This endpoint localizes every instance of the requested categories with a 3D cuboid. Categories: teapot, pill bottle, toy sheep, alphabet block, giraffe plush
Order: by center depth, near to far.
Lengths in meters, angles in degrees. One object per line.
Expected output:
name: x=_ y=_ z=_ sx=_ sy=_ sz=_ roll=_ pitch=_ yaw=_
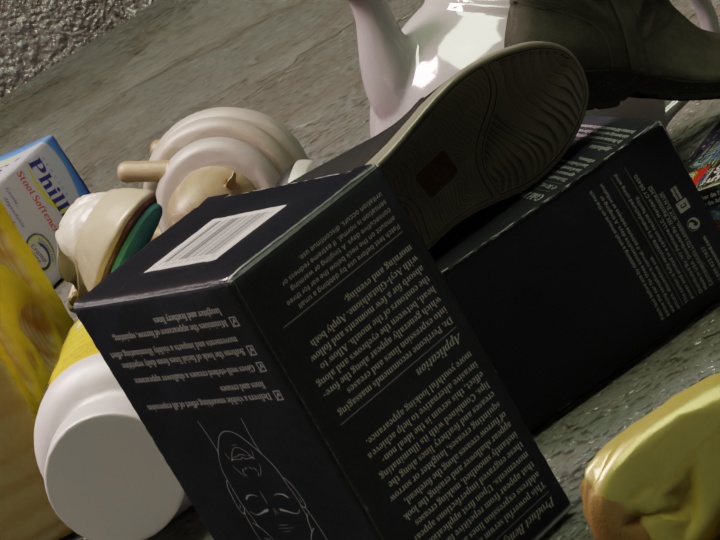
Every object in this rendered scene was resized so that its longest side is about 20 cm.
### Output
giraffe plush: x=0.171 y=0.082 z=1.104 sx=0.172 sy=0.201 sz=0.162 roll=3 pitch=-6 yaw=7
pill bottle: x=-0.136 y=0.088 z=1.757 sx=0.111 sy=0.112 sz=0.200 roll=-28 pitch=14 yaw=10
teapot: x=0.102 y=-0.128 z=1.816 sx=0.197 sy=0.147 sz=0.200 roll=7 pitch=10 yaw=22
alphabet block: x=-0.286 y=0.091 z=1.882 sx=0.200 sy=0.197 sz=0.195 roll=-28 pitch=16 yaw=9
toy sheep: x=-0.098 y=-0.058 z=2.139 sx=0.138 sy=0.138 sz=0.200 roll=-26 pitch=10 yaw=18

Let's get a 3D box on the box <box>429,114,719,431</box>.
box: x=0.079 y=0.003 z=1.624 sx=0.182 sy=0.104 sz=0.200 roll=-33 pitch=14 yaw=-13

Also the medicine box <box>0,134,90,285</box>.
medicine box: x=-0.348 y=-0.006 z=2.516 sx=0.182 sy=0.103 sz=0.200 roll=-20 pitch=19 yaw=37

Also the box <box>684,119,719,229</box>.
box: x=0.265 y=-0.087 z=1.683 sx=0.136 sy=0.038 sz=0.200 roll=-19 pitch=19 yaw=39

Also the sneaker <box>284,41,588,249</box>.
sneaker: x=0.025 y=-0.058 z=1.574 sx=0.200 sy=0.075 sz=0.106 roll=-37 pitch=19 yaw=-19

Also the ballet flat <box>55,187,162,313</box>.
ballet flat: x=-0.166 y=-0.011 z=1.877 sx=0.069 sy=0.070 sz=0.200 roll=-35 pitch=-15 yaw=-17

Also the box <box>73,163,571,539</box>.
box: x=-0.019 y=0.066 z=1.416 sx=0.107 sy=0.200 sz=0.148 roll=-38 pitch=17 yaw=-31

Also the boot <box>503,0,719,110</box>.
boot: x=0.163 y=-0.161 z=1.686 sx=0.199 sy=0.131 sz=0.068 roll=-7 pitch=8 yaw=-32

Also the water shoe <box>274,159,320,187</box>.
water shoe: x=-0.089 y=0.000 z=1.865 sx=0.200 sy=0.079 sz=0.072 roll=-60 pitch=1 yaw=37
